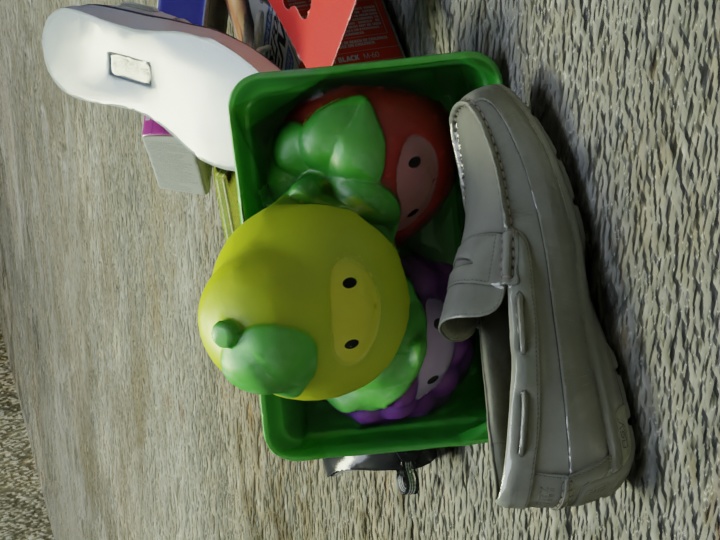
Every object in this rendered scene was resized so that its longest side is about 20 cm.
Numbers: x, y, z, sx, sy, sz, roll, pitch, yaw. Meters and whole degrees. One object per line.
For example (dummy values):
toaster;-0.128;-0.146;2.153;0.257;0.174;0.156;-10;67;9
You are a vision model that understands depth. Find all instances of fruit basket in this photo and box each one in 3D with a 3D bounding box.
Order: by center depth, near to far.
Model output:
fruit basket;0.000;0.000;1.231;0.216;0.155;0.217;174;90;-90

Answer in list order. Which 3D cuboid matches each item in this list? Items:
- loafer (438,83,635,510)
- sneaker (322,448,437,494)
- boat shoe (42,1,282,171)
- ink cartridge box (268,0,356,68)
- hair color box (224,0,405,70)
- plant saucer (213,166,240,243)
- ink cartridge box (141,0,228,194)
loafer;0.068;0.011;1.147;0.070;0.069;0.201;114;144;-66
sneaker;-0.006;0.053;1.455;0.200;0.075;0.114;-131;37;-60
boat shoe;-0.084;-0.110;1.424;0.201;0.086;0.075;19;117;40
ink cartridge box;-0.029;-0.220;1.314;0.201;0.050;0.161;-67;30;27
hair color box;-0.031;-0.143;1.459;0.111;0.064;0.201;97;160;-50
plant saucer;-0.051;-0.015;1.656;0.200;0.048;0.201;144;116;-74
ink cartridge box;-0.110;-0.167;1.628;0.200;0.043;0.198;88;-173;-78
